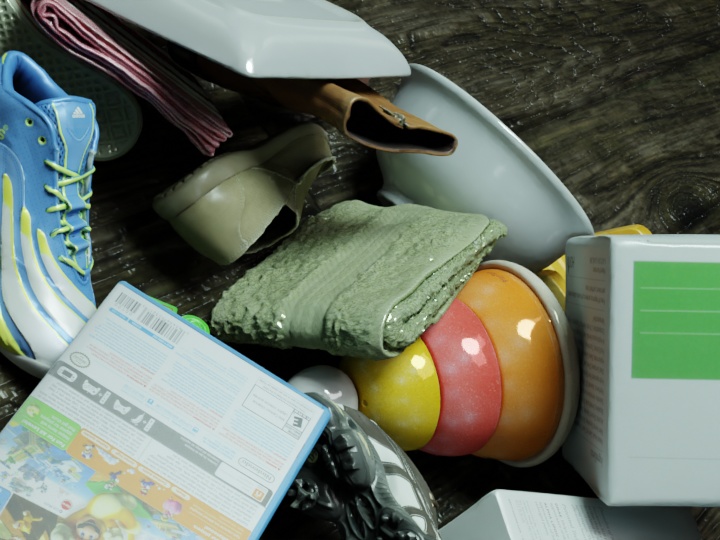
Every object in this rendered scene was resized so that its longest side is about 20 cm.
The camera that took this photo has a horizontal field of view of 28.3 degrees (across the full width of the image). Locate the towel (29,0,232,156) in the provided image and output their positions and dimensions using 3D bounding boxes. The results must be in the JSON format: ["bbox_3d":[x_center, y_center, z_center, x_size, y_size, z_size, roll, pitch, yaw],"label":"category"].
[{"bbox_3d":[-0.159,-0.146,0.939,0.144,0.023,0.200,37,6,-22],"label":"towel"}]

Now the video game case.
[{"bbox_3d":[-0.119,0.112,0.751,0.143,0.018,0.200,32,51,0],"label":"video game case"}]

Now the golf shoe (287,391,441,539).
[{"bbox_3d":[0.025,0.158,0.836,0.094,0.078,0.200,11,46,-56],"label":"golf shoe"}]

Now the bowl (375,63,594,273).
[{"bbox_3d":[0.077,-0.058,1.101,0.201,0.090,0.201,43,-4,3],"label":"bowl"}]

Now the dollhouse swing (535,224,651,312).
[{"bbox_3d":[0.242,0.011,1.175,0.200,0.176,0.182,-21,74,-53],"label":"dollhouse swing"}]

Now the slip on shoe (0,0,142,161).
[{"bbox_3d":[-0.226,-0.141,0.916,0.200,0.074,0.061,36,2,-8],"label":"slip on shoe"}]

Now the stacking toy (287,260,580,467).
[{"bbox_3d":[0.033,0.075,0.960,0.200,0.146,0.146,-8,61,-29],"label":"stacking toy"}]

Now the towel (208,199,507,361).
[{"bbox_3d":[0.000,0.000,0.965,0.200,0.148,0.037,-44,131,-52],"label":"towel"}]

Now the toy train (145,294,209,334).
[{"bbox_3d":[-0.129,0.093,0.812,0.056,0.042,0.200,24,41,-16],"label":"toy train"}]

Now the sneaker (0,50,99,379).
[{"bbox_3d":[-0.186,-0.039,0.815,0.076,0.105,0.200,-7,62,-50],"label":"sneaker"}]

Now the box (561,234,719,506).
[{"bbox_3d":[0.245,0.062,0.959,0.200,0.199,0.171,-67,158,-88],"label":"box"}]

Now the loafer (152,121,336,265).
[{"bbox_3d":[-0.072,-0.050,0.982,0.067,0.076,0.200,62,31,-3],"label":"loafer"}]

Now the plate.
[{"bbox_3d":[-0.088,-0.174,0.928,0.199,0.032,0.200,27,19,25],"label":"plate"}]

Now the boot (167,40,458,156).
[{"bbox_3d":[-0.007,-0.128,0.996,0.200,0.069,0.188,27,7,39],"label":"boot"}]

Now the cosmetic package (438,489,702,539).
[{"bbox_3d":[0.130,0.205,0.925,0.200,0.113,0.081,12,49,-43],"label":"cosmetic package"}]
